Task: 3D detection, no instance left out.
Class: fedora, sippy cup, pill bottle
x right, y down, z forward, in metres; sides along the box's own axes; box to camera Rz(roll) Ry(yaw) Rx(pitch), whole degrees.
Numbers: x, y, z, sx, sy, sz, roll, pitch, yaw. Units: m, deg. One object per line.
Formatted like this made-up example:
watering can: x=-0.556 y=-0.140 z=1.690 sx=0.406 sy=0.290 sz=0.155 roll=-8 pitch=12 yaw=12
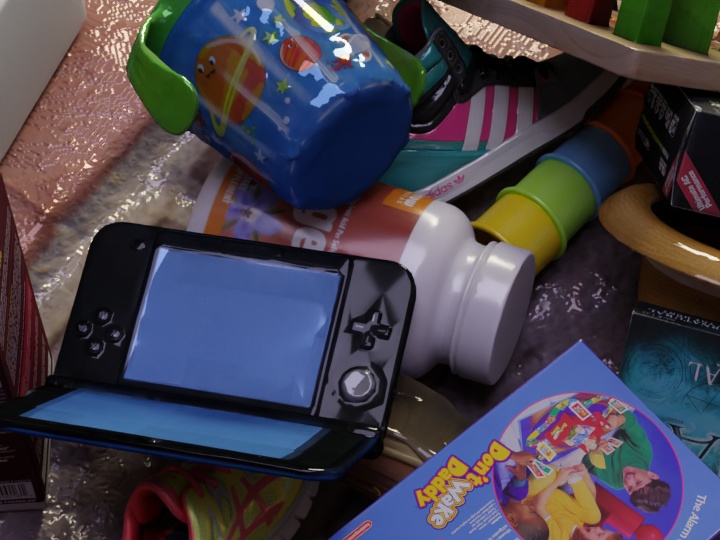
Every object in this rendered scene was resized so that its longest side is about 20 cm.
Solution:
fedora: x=0.230 y=0.013 z=1.322 sx=0.200 sy=0.082 sz=0.201 roll=14 pitch=19 yaw=-5
sippy cup: x=-0.041 y=-0.108 z=1.289 sx=0.178 sy=0.140 sz=0.130 roll=-35 pitch=59 yaw=-16
pill bottle: x=0.000 y=0.000 z=1.343 sx=0.199 sy=0.112 sz=0.112 roll=17 pitch=56 yaw=14

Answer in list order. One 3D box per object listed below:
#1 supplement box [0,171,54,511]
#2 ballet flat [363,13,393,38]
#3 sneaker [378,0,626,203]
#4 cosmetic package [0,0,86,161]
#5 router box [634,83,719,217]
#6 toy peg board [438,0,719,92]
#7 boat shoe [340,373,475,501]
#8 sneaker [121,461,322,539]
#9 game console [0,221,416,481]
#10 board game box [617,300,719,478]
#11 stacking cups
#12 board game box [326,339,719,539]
supplement box: x=-0.221 y=0.045 z=1.263 sx=0.061 sy=0.200 sz=0.109 roll=-3 pitch=54 yaw=0
ballet flat: x=-0.014 y=-0.146 z=1.475 sx=0.199 sy=0.073 sz=0.073 roll=22 pitch=58 yaw=16
sneaker: x=0.073 y=-0.131 z=1.421 sx=0.200 sy=0.121 sz=0.084 roll=-32 pitch=19 yaw=-16
cosmetic package: x=-0.316 y=-0.162 z=1.462 sx=0.199 sy=0.123 sz=0.200 roll=16 pitch=56 yaw=14
router box: x=0.276 y=-0.064 z=1.342 sx=0.199 sy=0.062 sz=0.150 roll=13 pitch=16 yaw=-4
toy peg board: x=0.183 y=-0.183 z=1.370 sx=0.199 sy=0.098 sz=0.199 roll=4 pitch=18 yaw=-39
boat shoe: x=0.062 y=0.131 z=1.278 sx=0.200 sy=0.068 sz=0.072 roll=30 pitch=37 yaw=22
sneaker: x=-0.087 y=0.133 z=1.251 sx=0.078 sy=0.090 sz=0.201 roll=-7 pitch=46 yaw=37
game console: x=-0.083 y=0.041 z=1.214 sx=0.199 sy=0.118 sz=0.171 roll=8 pitch=66 yaw=11
board game box: x=0.238 y=0.107 z=1.251 sx=0.199 sy=0.136 sz=0.028 roll=14 pitch=18 yaw=13
stacking cups: x=0.146 y=-0.061 z=1.424 sx=0.060 sy=0.061 sz=0.200 roll=34 pitch=57 yaw=23
board game box: x=0.092 y=0.148 z=1.188 sx=0.200 sy=0.045 sz=0.134 roll=-36 pitch=68 yaw=-23
